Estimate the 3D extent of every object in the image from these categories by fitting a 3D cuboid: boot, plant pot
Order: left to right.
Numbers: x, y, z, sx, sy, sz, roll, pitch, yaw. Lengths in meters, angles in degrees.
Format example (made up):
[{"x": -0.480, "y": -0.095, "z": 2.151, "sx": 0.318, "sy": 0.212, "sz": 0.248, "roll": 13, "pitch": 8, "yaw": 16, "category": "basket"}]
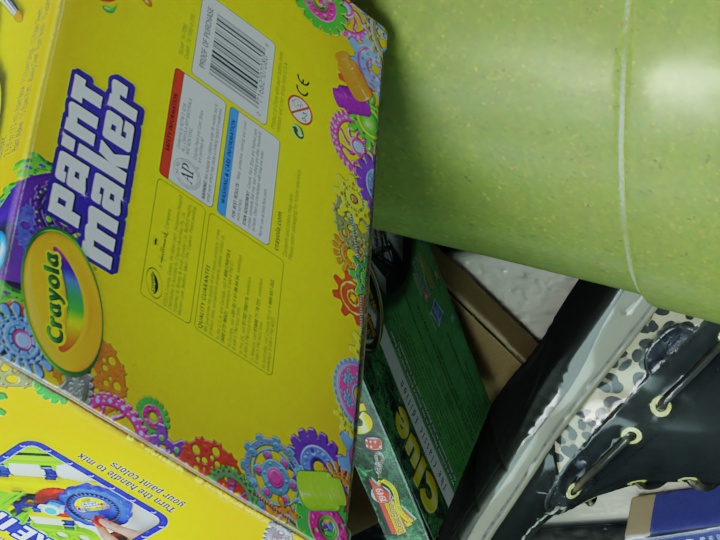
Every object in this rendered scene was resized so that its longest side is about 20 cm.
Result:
[{"x": 0.058, "y": -0.076, "z": 0.779, "sx": 0.189, "sy": 0.200, "sz": 0.201, "roll": 4, "pitch": 131, "yaw": 16, "category": "plant pot"}, {"x": 0.134, "y": 0.083, "z": 0.959, "sx": 0.153, "sy": 0.074, "sz": 0.204, "roll": 27, "pitch": 115, "yaw": -10, "category": "boot"}]

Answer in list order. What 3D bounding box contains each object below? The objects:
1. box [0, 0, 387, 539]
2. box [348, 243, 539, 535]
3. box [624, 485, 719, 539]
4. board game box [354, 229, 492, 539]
[{"x": -0.104, "y": 0.013, "z": 0.674, "sx": 0.122, "sy": 0.200, "sz": 0.192, "roll": 34, "pitch": 131, "yaw": -30, "category": "box"}, {"x": -0.025, "y": 0.029, "z": 1.013, "sx": 0.163, "sy": 0.021, "sz": 0.200, "roll": -31, "pitch": 116, "yaw": 35, "category": "box"}, {"x": 0.232, "y": 0.139, "z": 1.024, "sx": 0.199, "sy": 0.032, "sz": 0.121, "roll": -10, "pitch": 127, "yaw": 26, "category": "box"}, {"x": 0.000, "y": 0.000, "z": 0.900, "sx": 0.023, "sy": 0.105, "sz": 0.200, "roll": -12, "pitch": 114, "yaw": 22, "category": "board game box"}]
